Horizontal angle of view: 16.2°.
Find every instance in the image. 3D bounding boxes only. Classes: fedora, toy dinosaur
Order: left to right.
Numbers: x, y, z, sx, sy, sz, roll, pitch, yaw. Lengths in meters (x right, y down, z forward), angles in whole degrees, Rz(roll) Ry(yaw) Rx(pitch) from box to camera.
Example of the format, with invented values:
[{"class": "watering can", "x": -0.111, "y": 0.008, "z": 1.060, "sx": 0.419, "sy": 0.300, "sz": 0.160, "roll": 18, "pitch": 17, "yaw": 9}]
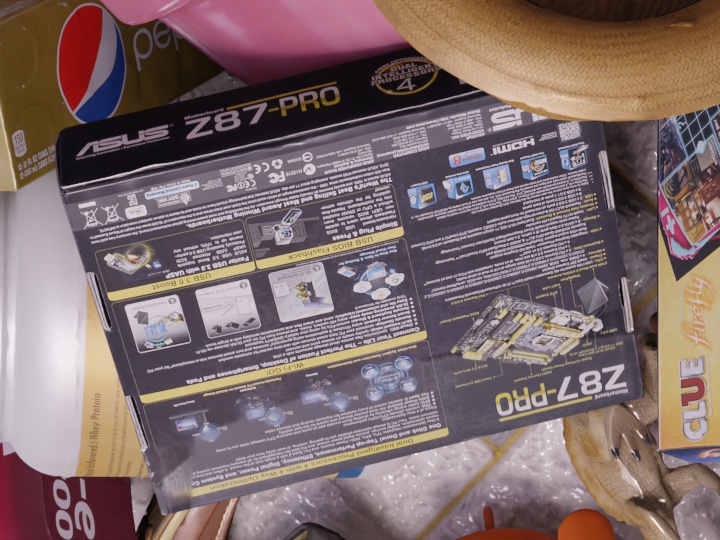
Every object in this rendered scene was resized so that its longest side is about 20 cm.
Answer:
[{"class": "fedora", "x": 0.081, "y": -0.117, "z": 0.882, "sx": 0.200, "sy": 0.201, "sz": 0.082, "roll": 31, "pitch": 149, "yaw": 13}, {"class": "toy dinosaur", "x": 0.105, "y": 0.064, "z": 1.053, "sx": 0.201, "sy": 0.058, "sz": 0.101, "roll": 64, "pitch": 158, "yaw": 7}]

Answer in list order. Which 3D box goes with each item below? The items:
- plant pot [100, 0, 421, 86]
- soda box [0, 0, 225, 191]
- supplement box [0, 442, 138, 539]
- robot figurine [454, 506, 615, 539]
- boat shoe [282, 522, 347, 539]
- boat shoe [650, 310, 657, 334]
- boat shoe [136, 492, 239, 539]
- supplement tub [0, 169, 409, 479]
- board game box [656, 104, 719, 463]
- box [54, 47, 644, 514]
[{"class": "plant pot", "x": 0.005, "y": -0.137, "z": 0.999, "sx": 0.200, "sy": 0.200, "sz": 0.179, "roll": -31, "pitch": 111, "yaw": 34}, {"class": "soda box", "x": -0.120, "y": -0.096, "z": 1.063, "sx": 0.064, "sy": 0.200, "sz": 0.068, "roll": 1, "pitch": 111, "yaw": 28}, {"class": "supplement box", "x": -0.200, "y": 0.109, "z": 1.243, "sx": 0.200, "sy": 0.061, "sz": 0.109, "roll": -22, "pitch": 68, "yaw": 37}, {"class": "robot figurine", "x": 0.079, "y": 0.189, "z": 1.104, "sx": 0.200, "sy": 0.116, "sz": 0.144, "roll": 52, "pitch": 164, "yaw": 53}, {"class": "boat shoe", "x": -0.073, "y": 0.192, "z": 1.184, "sx": 0.201, "sy": 0.072, "sz": 0.066, "roll": -41, "pitch": 109, "yaw": 11}, {"class": "boat shoe", "x": 0.191, "y": -0.009, "z": 1.015, "sx": 0.072, "sy": 0.076, "sz": 0.200, "roll": 49, "pitch": 122, "yaw": 5}, {"class": "boat shoe", "x": -0.087, "y": 0.163, "z": 1.242, "sx": 0.067, "sy": 0.072, "sz": 0.201, "roll": 21, "pitch": 117, "yaw": -6}, {"class": "supplement tub", "x": -0.077, "y": 0.016, "z": 1.078, "sx": 0.199, "sy": 0.145, "sz": 0.145, "roll": 1, "pitch": 116, "yaw": -9}, {"class": "board game box", "x": 0.179, "y": -0.031, "z": 0.967, "sx": 0.135, "sy": 0.035, "sz": 0.201, "roll": -7, "pitch": 75, "yaw": 34}, {"class": "box", "x": 0.000, "y": 0.000, "z": 0.962, "sx": 0.199, "sy": 0.049, "sz": 0.162, "roll": -14, "pitch": 124, "yaw": 0}]
